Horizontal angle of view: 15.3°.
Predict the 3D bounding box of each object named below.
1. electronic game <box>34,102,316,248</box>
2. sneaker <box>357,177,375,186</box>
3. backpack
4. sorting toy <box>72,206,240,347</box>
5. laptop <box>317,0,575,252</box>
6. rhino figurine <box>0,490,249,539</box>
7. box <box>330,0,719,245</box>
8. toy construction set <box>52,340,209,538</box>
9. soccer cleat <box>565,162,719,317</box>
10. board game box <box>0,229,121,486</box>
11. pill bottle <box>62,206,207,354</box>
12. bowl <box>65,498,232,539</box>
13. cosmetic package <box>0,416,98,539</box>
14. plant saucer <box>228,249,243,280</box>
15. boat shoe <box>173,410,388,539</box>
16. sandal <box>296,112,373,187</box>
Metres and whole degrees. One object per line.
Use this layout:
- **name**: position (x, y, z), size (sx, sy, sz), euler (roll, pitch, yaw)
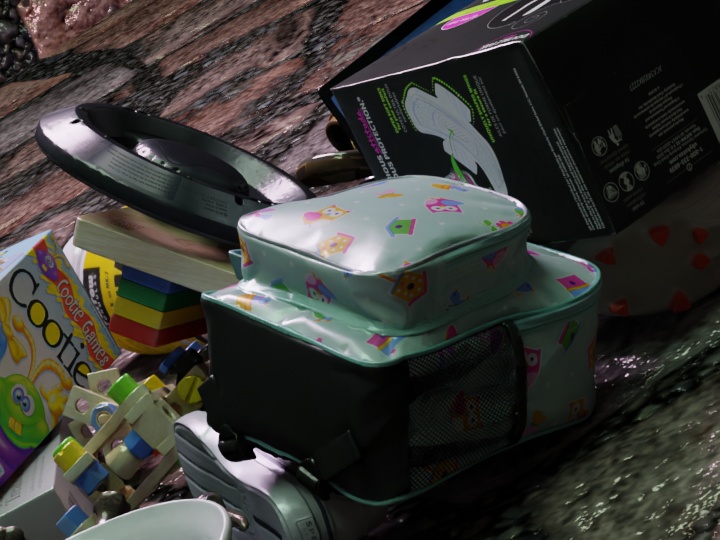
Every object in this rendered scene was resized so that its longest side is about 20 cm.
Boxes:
- **electronic game**: position (-0.109, -0.055, 1.685), size (0.200, 0.200, 0.042), euler (-108, 40, -75)
- **sneaker**: position (0.063, -0.046, 1.854), size (0.115, 0.075, 0.200), euler (-13, 4, 6)
- **backpack**: position (0.031, 0.031, 1.454), size (0.200, 0.154, 0.176), euler (-8, 16, -40)
- **sorting toy**: position (-0.053, 0.019, 1.685), size (0.200, 0.070, 0.199), euler (19, 14, 22)
- **laptop**: position (0.108, -0.093, 1.723), size (0.200, 0.103, 0.177), euler (15, 39, 33)
- **rhino figurine**: position (-0.144, 0.174, 1.511), size (0.200, 0.060, 0.088), euler (-21, 36, 25)
- **box**: position (0.110, -0.097, 1.562), size (0.148, 0.124, 0.200), euler (-33, 14, -31)
- **toy construction set**: position (-0.135, 0.104, 1.695), size (0.131, 0.092, 0.200), euler (-48, 10, 6)
- **soccer cleat**: position (0.202, -0.031, 1.546), size (0.200, 0.069, 0.078), euler (-23, 30, -8)
- **board game box**: position (-0.260, 0.073, 1.782), size (0.105, 0.103, 0.200), euler (-21, 16, 29)
- **pill bottle**: position (-0.134, 0.004, 1.957), size (0.114, 0.114, 0.200), euler (-38, 17, -31)
- **bowl**: position (-0.132, 0.205, 1.334), size (0.201, 0.090, 0.201), euler (-27, 14, 8)
- **cosmetic package**: position (-0.251, 0.163, 1.770), size (0.151, 0.052, 0.200), euler (-30, 15, 4)
- **plant saucer**: position (0.000, 0.000, 1.626), size (0.070, 0.019, 0.200), euler (22, 16, 28)
- **boat shoe**: position (-0.044, 0.123, 1.516), size (0.067, 0.074, 0.200), euler (-18, 22, -19)
- **sandal**: position (0.016, -0.095, 1.799), size (0.082, 0.055, 0.200), euler (-12, 8, 32)
